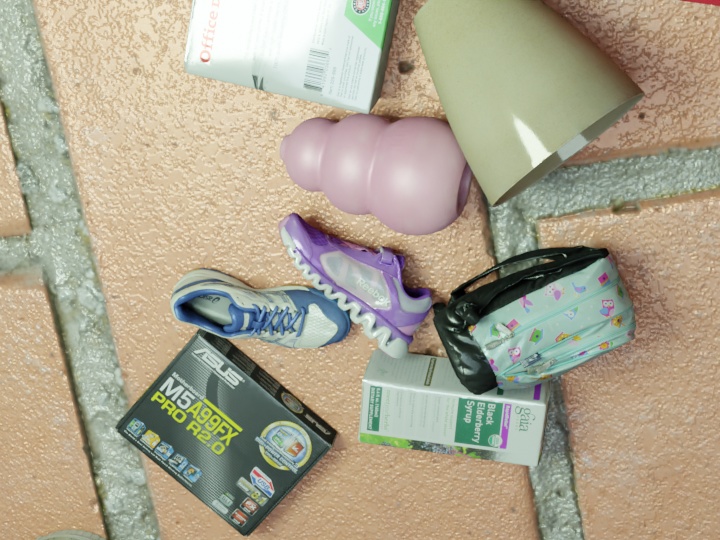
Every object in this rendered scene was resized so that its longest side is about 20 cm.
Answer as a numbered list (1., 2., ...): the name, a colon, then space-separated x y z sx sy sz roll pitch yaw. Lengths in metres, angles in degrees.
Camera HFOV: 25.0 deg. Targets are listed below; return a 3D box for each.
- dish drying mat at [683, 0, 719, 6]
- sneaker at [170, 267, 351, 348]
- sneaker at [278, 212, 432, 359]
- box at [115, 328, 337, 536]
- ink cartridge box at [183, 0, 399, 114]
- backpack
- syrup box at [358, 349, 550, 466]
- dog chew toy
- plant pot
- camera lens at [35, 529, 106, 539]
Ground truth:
1. dish drying mat: 0.281 -0.302 1.583 0.200 0.018 0.077 6 140 -19
2. sneaker: -0.112 0.054 1.777 0.200 0.088 0.075 9 107 5
3. sneaker: 0.000 0.000 1.751 0.200 0.080 0.088 42 102 -11
4. box: -0.153 0.182 1.846 0.200 0.044 0.160 41 110 -5
5. ink cartridge box: -0.068 -0.258 1.670 0.200 0.084 0.146 14 109 5
6. backpack: 0.184 0.052 1.700 0.200 0.167 0.127 -23 99 0
7. syrup box: 0.103 0.149 1.773 0.200 0.081 0.079 8 115 7
8. dog chew toy: 0.013 -0.109 1.691 0.200 0.125 0.125 13 109 13
9. plant pot: 0.149 -0.199 1.620 0.187 0.187 0.200 -37 85 18
10. camera lens: -0.354 0.406 1.868 0.160 0.200 0.160 3 108 8
